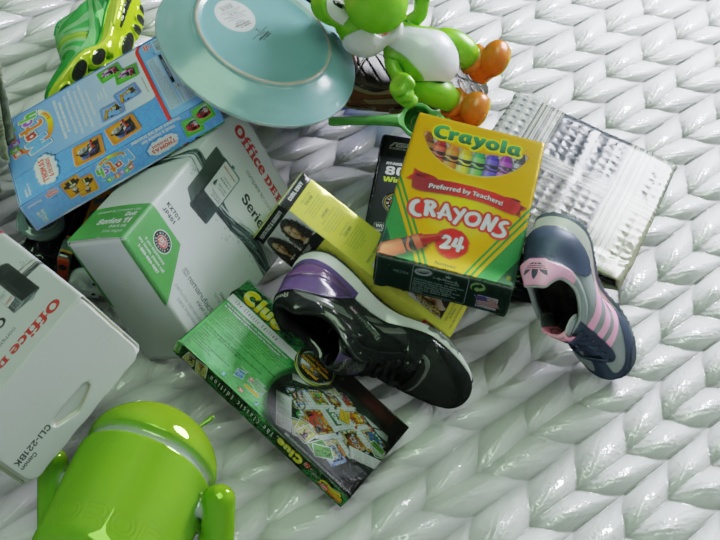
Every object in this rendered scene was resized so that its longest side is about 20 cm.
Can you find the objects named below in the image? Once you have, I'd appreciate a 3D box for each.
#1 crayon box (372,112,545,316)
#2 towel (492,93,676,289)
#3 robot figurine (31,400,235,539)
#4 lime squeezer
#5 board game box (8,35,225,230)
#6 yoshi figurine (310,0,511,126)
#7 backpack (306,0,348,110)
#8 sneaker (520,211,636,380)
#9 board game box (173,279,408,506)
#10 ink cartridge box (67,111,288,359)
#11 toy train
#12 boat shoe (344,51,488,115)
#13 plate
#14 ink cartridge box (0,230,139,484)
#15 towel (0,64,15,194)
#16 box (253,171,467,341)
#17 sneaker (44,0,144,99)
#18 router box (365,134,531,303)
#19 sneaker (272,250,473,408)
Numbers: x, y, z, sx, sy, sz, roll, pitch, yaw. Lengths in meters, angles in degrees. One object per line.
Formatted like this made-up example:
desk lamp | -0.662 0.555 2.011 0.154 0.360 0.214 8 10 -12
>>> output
crayon box | 0.095 -0.067 1.092 0.125 0.051 0.202 13 56 5
towel | 0.199 -0.079 1.183 0.191 0.035 0.201 27 50 12
robot figurine | -0.185 0.191 0.946 0.173 0.116 0.201 7 48 16
lime squeezer | 0.064 -0.157 1.248 0.198 0.038 0.070 0 13 -37
board game box | -0.240 -0.138 1.126 0.198 0.037 0.152 -29 43 -3
yoshi figurine | 0.050 -0.220 1.123 0.198 0.112 0.113 26 33 -20
backpack | -0.092 -0.250 1.284 0.198 0.165 0.167 0 3 -33
sneaker | 0.190 0.045 1.072 0.070 0.201 0.082 -3 44 38
board game box | -0.059 0.105 1.048 0.200 0.024 0.105 42 49 6
ink cartridge box | -0.156 -0.038 1.114 0.082 0.147 0.201 -4 39 39
toy train | -0.269 -0.061 1.178 0.113 0.086 0.202 15 50 -6
boat shoe | 0.044 -0.201 1.254 0.198 0.074 0.077 1 66 -37
plate | -0.094 -0.217 1.117 0.198 0.026 0.202 14 50 -17
ink cartridge box | -0.298 0.062 0.995 0.199 0.084 0.145 29 75 44
towel | -0.414 -0.109 1.167 0.199 0.034 0.194 -36 47 18
box | 0.000 0.000 1.109 0.199 0.075 0.050 38 53 -6
sneaker | -0.308 -0.243 1.343 0.083 0.074 0.202 -3 48 25
router box | 0.105 -0.055 1.218 0.197 0.063 0.151 9 48 2
sneaker | 0.006 0.075 1.061 0.199 0.076 0.088 35 38 -3
